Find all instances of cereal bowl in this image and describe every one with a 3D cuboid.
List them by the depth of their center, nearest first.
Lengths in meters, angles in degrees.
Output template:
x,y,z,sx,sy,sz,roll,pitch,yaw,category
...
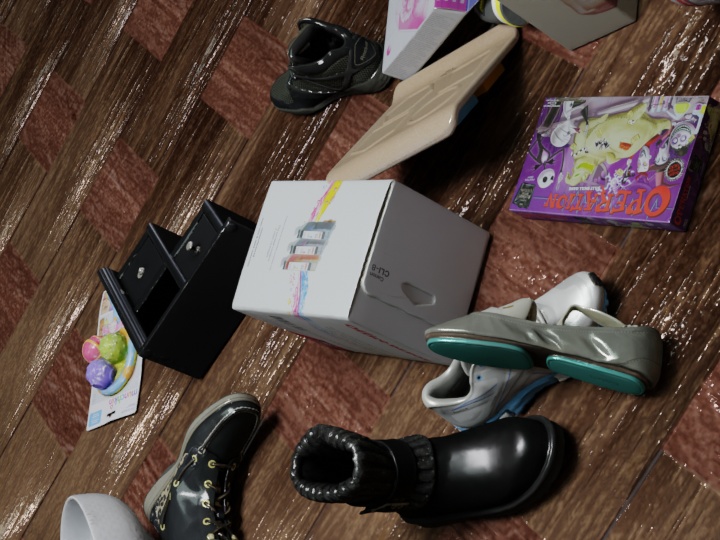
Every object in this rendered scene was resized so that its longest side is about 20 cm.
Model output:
x,y,z,sx,sy,sz,roll,pitch,yaw,category
-0.269,0.342,1.562,0.200,0.083,0.200,-152,59,-61,cereal bowl

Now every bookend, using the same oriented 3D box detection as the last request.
x,y,z,sx,sy,sz,roll,pitch,yaw,category
-0.208,-0.011,1.710,0.200,0.092,0.199,-54,37,13,bookend

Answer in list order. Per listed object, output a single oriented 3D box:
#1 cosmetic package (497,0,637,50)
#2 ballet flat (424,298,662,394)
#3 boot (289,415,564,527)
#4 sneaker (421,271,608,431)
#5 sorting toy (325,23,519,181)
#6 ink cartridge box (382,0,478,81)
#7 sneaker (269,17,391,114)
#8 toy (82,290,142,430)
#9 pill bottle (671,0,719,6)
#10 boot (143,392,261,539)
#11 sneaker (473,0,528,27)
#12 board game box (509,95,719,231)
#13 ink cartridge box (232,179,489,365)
x,y,z,sx,sy,sz,roll,pitch,yaw,category
0.169,-0.305,1.326,0.087,0.200,0.104,-18,58,44,cosmetic package
0.156,0.056,1.191,0.200,0.067,0.064,10,69,15,ballet flat
0.056,0.167,1.226,0.211,0.158,0.080,-30,48,38,boot
0.134,0.072,1.249,0.200,0.087,0.075,-48,38,20,sneaker
0.069,-0.163,1.458,0.185,0.036,0.200,-26,22,41,sorting toy
0.084,-0.337,1.530,0.200,0.043,0.197,134,146,-59,ink cartridge box
-0.061,-0.242,1.648,0.199,0.114,0.076,-6,64,51,sneaker
-0.329,0.097,1.836,0.115,0.047,0.200,-24,52,44,toy
0.344,-0.284,1.168,0.200,0.116,0.116,6,74,52,pill bottle
-0.152,0.248,1.513,0.204,0.073,0.154,-53,41,22,boot
0.164,-0.347,1.461,0.085,0.074,0.200,7,73,58,sneaker
0.228,-0.100,1.281,0.200,0.032,0.120,8,80,52,board game box
0.000,0.000,1.403,0.200,0.145,0.145,5,74,51,ink cartridge box
